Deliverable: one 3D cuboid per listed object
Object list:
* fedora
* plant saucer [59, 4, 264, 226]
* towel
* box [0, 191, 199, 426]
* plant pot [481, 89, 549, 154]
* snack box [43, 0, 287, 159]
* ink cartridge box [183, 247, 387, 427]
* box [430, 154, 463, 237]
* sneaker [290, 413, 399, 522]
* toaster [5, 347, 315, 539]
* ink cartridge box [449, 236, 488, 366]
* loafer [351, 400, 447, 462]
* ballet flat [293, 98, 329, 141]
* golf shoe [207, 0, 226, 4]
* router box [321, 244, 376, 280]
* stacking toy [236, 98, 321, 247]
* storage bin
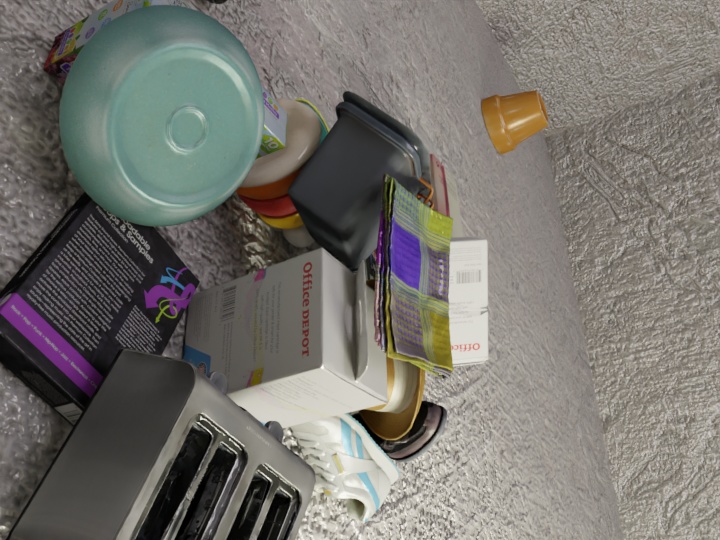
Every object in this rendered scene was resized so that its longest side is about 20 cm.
[{"bbox_3d":[-0.002,0.105,0.802,0.082,0.201,0.201,-1,71,-28],"label":"fedora"},{"bbox_3d":[-0.162,-0.130,0.611,0.200,0.036,0.201,-21,123,-35],"label":"plant saucer"},{"bbox_3d":[0.063,0.010,0.730,0.144,0.023,0.201,30,56,-48],"label":"towel"},{"bbox_3d":[-0.227,0.028,0.601,0.143,0.036,0.200,57,30,-31],"label":"box"},{"bbox_3d":[0.536,-0.524,2.324,0.200,0.183,0.201,42,38,-46],"label":"plant pot"},{"bbox_3d":[-0.187,-0.178,0.689,0.200,0.142,0.053,42,39,-46],"label":"snack box"},{"bbox_3d":[-0.066,0.077,0.701,0.125,0.200,0.129,39,41,-49],"label":"ink cartridge box"},{"bbox_3d":[0.107,-0.089,1.243,0.109,0.128,0.201,39,41,-49],"label":"box"},{"bbox_3d":[-0.032,0.224,0.822,0.200,0.076,0.081,49,58,-23],"label":"sneaker"},{"bbox_3d":[-0.147,0.184,0.525,0.181,0.118,0.200,53,47,-39],"label":"toaster"},{"bbox_3d":[0.126,0.050,1.099,0.085,0.145,0.201,-156,-117,-76],"label":"ink cartridge box"},{"bbox_3d":[0.036,0.199,0.859,0.063,0.200,0.072,30,61,-11],"label":"loafer"},{"bbox_3d":[-0.063,-0.174,1.045,0.200,0.067,0.067,62,6,-27],"label":"ballet flat"},{"bbox_3d":[-0.192,-0.449,0.935,0.088,0.077,0.201,23,54,-67],"label":"golf shoe"},{"bbox_3d":[0.000,0.000,0.991,0.200,0.062,0.150,58,24,-62],"label":"router box"},{"bbox_3d":[-0.099,-0.105,0.878,0.200,0.146,0.146,70,18,-50],"label":"stacking toy"},{"bbox_3d":[0.003,-0.088,0.823,0.145,0.134,0.200,36,-9,15],"label":"storage bin"}]
